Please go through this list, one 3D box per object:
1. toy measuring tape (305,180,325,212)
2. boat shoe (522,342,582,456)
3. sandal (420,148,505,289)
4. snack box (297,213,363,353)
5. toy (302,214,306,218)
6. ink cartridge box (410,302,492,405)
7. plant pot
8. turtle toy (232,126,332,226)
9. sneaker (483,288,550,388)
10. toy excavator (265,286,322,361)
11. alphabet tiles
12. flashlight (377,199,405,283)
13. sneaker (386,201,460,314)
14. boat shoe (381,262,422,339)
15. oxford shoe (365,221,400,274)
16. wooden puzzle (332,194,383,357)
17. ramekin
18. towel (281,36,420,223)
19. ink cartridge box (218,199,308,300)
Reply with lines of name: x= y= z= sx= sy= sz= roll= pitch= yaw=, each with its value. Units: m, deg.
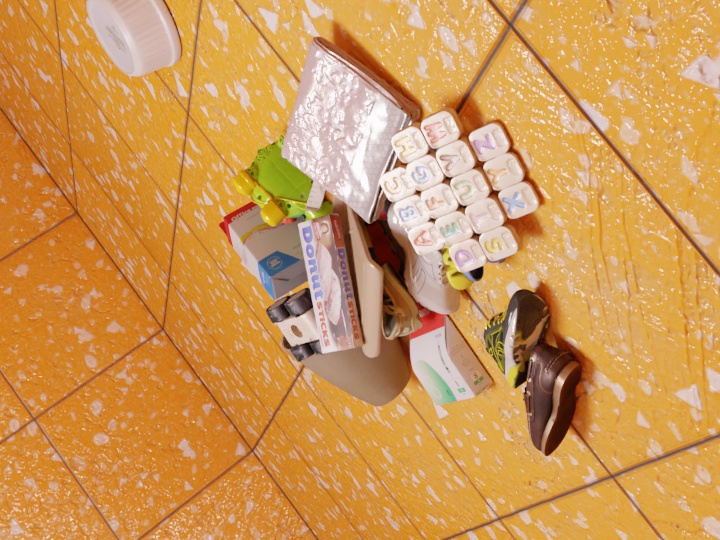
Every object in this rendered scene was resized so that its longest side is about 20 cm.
toy measuring tape: x=-0.053 y=-0.180 z=1.576 sx=0.074 sy=0.073 sz=0.201 roll=43 pitch=139 yaw=26
boat shoe: x=0.261 y=0.177 z=1.469 sx=0.070 sy=0.070 sz=0.202 roll=33 pitch=142 yaw=29
sandal: x=0.138 y=-0.076 z=1.374 sx=0.086 sy=0.080 sz=0.202 roll=-10 pitch=111 yaw=33
snack box: x=-0.045 y=0.020 z=1.587 sx=0.071 sy=0.024 sz=0.203 roll=-14 pitch=85 yaw=43
toy: x=-0.100 y=-0.112 z=1.834 sx=0.201 sy=0.047 sz=0.116 roll=52 pitch=165 yaw=23
ink cartridge box: x=0.115 y=0.123 z=1.726 sx=0.201 sy=0.050 sz=0.161 roll=54 pitch=158 yaw=-1
plant pot: x=-0.006 y=0.139 z=1.857 sx=0.200 sy=0.188 sz=0.187 roll=48 pitch=161 yaw=-19
turtle toy: x=-0.104 y=-0.130 z=1.720 sx=0.200 sy=0.146 sz=0.101 roll=48 pitch=179 yaw=19
sneaker: x=0.204 y=0.087 z=1.449 sx=0.085 sy=0.074 sz=0.201 roll=42 pitch=155 yaw=30
toy excavator: x=-0.061 y=0.053 z=1.731 sx=0.194 sy=0.200 sz=0.101 roll=-20 pitch=107 yaw=55
alphabet tiles: x=0.119 y=-0.097 z=1.313 sx=0.194 sy=0.015 sz=0.202 roll=-20 pitch=104 yaw=38
flashlight: x=0.051 y=-0.058 z=1.580 sx=0.067 sy=0.068 sz=0.201 roll=-15 pitch=118 yaw=27
sneaker: x=0.104 y=-0.018 z=1.517 sx=0.087 sy=0.074 sz=0.202 roll=14 pitch=135 yaw=51
boat shoe: x=0.049 y=0.054 z=1.627 sx=0.074 sy=0.063 sz=0.201 roll=57 pitch=177 yaw=22
oxford shoe: x=0.023 y=-0.016 z=1.710 sx=0.073 sy=0.070 sz=0.202 roll=-132 pitch=22 yaw=-66
wooden puzzle: x=0.000 y=0.000 z=1.586 sx=0.201 sy=0.037 sz=0.187 roll=-114 pitch=19 yaw=-46
ramekin: x=-0.427 y=-0.455 z=1.956 sx=0.202 sy=0.094 sz=0.203 roll=44 pitch=155 yaw=26
towel: x=-0.022 y=-0.192 z=1.461 sx=0.190 sy=0.032 sz=0.201 roll=39 pitch=132 yaw=21
ink cartridge box: x=-0.153 y=-0.060 z=1.786 sx=0.200 sy=0.115 sz=0.068 roll=49 pitch=160 yaw=31
